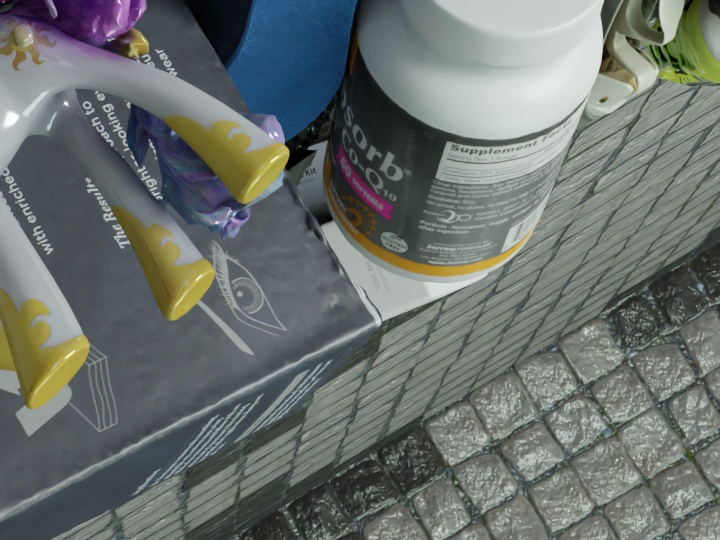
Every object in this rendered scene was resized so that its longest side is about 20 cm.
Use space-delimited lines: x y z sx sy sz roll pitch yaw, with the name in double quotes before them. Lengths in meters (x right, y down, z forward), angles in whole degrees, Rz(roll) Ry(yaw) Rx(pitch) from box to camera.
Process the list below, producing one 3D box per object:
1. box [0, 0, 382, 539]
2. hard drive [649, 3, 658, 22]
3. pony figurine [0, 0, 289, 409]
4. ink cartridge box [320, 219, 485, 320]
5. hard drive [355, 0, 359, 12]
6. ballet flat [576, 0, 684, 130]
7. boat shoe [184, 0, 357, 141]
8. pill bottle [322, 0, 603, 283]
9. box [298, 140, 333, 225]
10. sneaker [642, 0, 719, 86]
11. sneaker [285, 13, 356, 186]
"box" -0.134 -0.001 0.865 0.199 0.198 0.117 -25 169 -31
"hard drive" 0.109 -0.143 1.355 0.140 0.038 0.199 -39 168 33
"pony figurine" -0.124 -0.070 0.704 0.193 0.200 0.167 -45 167 -21
"ink cartridge box" 0.000 0.000 1.238 0.199 0.068 0.117 -23 179 23
"hard drive" 0.083 -0.170 0.957 0.199 0.026 0.132 -24 149 23
"ballet flat" 0.162 -0.145 1.265 0.067 0.064 0.201 -33 151 -36
"boat shoe" -0.036 -0.124 0.912 0.084 0.069 0.200 -3 152 -26
"pill bottle" 0.049 -0.089 0.944 0.116 0.117 0.200 -28 157 -22
"box" -0.021 -0.040 1.334 0.155 0.041 0.200 -17 168 0
"sneaker" 0.231 -0.149 1.353 0.076 0.076 0.200 -21 180 10
"sneaker" -0.049 -0.073 1.072 0.199 0.091 0.066 -31 170 -6
